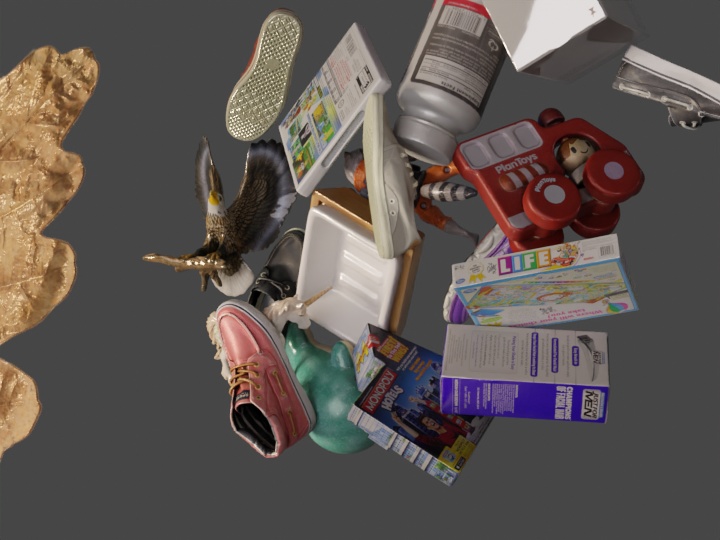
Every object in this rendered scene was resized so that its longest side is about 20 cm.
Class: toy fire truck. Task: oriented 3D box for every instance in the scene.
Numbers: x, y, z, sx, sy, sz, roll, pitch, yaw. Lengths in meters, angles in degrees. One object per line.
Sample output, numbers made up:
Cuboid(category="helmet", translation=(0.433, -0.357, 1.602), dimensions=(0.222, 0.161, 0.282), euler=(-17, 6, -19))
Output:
Cuboid(category="toy fire truck", translation=(0.231, -0.117, 1.631), dimensions=(0.200, 0.112, 0.168), euler=(-23, 67, -17))

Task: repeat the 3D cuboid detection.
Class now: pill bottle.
Cuboid(category="pill bottle", translation=(0.110, -0.236, 1.674), dimensions=(0.110, 0.111, 0.200), euler=(20, 81, 23))

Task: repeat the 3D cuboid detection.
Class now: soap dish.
Cuboid(category="soap dish", translation=(0.000, 0.000, 1.748), dimensions=(0.157, 0.081, 0.200), euler=(31, 137, 21))

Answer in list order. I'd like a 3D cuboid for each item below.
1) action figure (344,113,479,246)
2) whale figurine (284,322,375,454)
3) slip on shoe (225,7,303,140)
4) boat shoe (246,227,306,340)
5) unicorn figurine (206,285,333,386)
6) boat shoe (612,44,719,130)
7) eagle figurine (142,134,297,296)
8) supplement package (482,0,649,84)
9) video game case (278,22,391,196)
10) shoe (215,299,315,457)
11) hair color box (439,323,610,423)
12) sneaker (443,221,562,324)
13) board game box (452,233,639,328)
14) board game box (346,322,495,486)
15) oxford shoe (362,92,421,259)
Cuboid(category="action figure", translation=(0.070, -0.134, 1.737), dimensions=(0.193, 0.105, 0.201), euler=(11, 98, 15))
Cuboid(category="whale figurine", translation=(-0.050, 0.157, 1.798), dimensions=(0.200, 0.104, 0.159), euler=(45, 139, 26))
Cuboid(category="slip on shoe", translation=(-0.128, -0.267, 1.849), dimensions=(0.074, 0.061, 0.200), euler=(19, 116, -9))
Cuboid(category="boat shoe", translation=(-0.120, 0.038, 1.853), dimensions=(0.074, 0.066, 0.200), euler=(29, 105, 22))
Cuboid(category="unicorn figurine", translation=(-0.128, 0.093, 1.773), dimensions=(0.199, 0.074, 0.138), euler=(3, 117, 26))
Cuboid(category="boat shoe", translation=(0.388, -0.197, 1.596), dimensions=(0.200, 0.072, 0.068), euler=(30, 103, 24))
Cuboid(category="eagle figurine", translation=(-0.182, -0.079, 1.856), dimensions=(0.151, 0.200, 0.151), euler=(28, 147, -12))
Cuboid(category="supplement package", translation=(0.239, -0.305, 1.590), dimensions=(0.121, 0.200, 0.120), euler=(-29, 81, 23))
Cuboid(category="video game case", translation=(-0.036, -0.210, 1.751), dimensions=(0.022, 0.200, 0.182), euler=(29, 111, -25))
Cuboid(category="shoe", translation=(-0.134, 0.135, 1.698), dimensions=(0.071, 0.091, 0.200), euler=(-28, 93, 31))
Cuboid(category="hair color box", translation=(0.200, 0.124, 1.646), dimensions=(0.199, 0.109, 0.065), euler=(2, 124, 8))
Cuboid(category="sneaker", translation=(0.176, -0.002, 1.708), dimensions=(0.083, 0.081, 0.200), euler=(40, 112, 5))
Cuboid(category="board game box", translation=(0.224, 0.020, 1.637), dimensions=(0.199, 0.135, 0.034), euler=(-11, 58, 16))
Cuboid(category="board game box", translation=(0.061, 0.160, 1.677), dimensions=(0.200, 0.200, 0.062), euler=(32, 125, 9))
Cuboid(category="oxford shoe", translation=(0.038, -0.114, 1.629), dimensions=(0.058, 0.075, 0.201), euler=(-8, 87, -7))
